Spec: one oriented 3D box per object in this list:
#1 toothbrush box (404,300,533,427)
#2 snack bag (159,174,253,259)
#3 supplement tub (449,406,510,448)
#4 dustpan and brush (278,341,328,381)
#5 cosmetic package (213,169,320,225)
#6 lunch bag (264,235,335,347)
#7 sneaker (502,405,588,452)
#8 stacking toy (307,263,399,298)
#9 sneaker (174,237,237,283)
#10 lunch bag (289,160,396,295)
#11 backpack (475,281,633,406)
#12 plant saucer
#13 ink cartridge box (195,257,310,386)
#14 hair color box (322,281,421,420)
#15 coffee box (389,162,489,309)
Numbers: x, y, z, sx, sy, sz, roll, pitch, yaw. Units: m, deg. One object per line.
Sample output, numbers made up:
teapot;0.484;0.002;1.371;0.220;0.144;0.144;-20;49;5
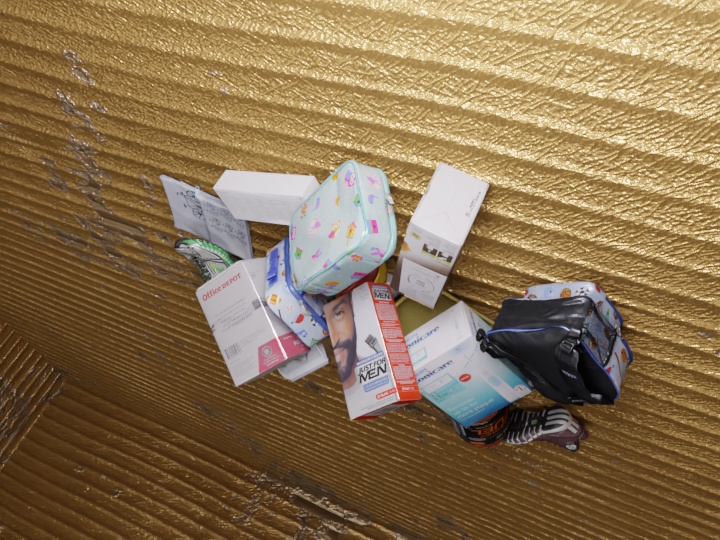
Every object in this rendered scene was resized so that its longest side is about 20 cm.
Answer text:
toothbrush box;0.177;0.165;1.248;0.146;0.085;0.200;-34;126;21
snack bag;-0.308;-0.103;1.460;0.199;0.021;0.189;24;152;10
supplement tub;0.236;0.273;1.464;0.122;0.123;0.200;13;149;29
dustpan and brush;-0.150;0.109;1.407;0.139;0.057;0.201;-32;73;43
cosmetic package;-0.150;-0.124;1.243;0.199;0.051;0.083;9;148;33
lunch bag;-0.111;0.035;1.329;0.075;0.200;0.160;-31;121;12
sneaker;0.383;0.341;1.495;0.115;0.076;0.200;35;151;-17
stacking toy;0.000;0.000;1.265;0.200;0.147;0.146;26;158;-35
sneaker;-0.305;-0.003;1.521;0.200;0.085;0.078;37;162;-31
lunch bag;-0.028;-0.065;1.093;0.077;0.161;0.200;15;145;-35
backpack;0.312;0.116;1.103;0.200;0.154;0.191;-3;131;55
plant saucer;0.117;0.105;1.285;0.200;0.049;0.200;31;122;-25
ink cartridge box;-0.203;0.094;1.364;0.146;0.083;0.201;-30;81;33
hair color box;0.016;0.133;1.198;0.111;0.201;0.064;-30;155;35
coffee box;0.111;-0.045;1.062;0.079;0.115;0.200;25;152;7
